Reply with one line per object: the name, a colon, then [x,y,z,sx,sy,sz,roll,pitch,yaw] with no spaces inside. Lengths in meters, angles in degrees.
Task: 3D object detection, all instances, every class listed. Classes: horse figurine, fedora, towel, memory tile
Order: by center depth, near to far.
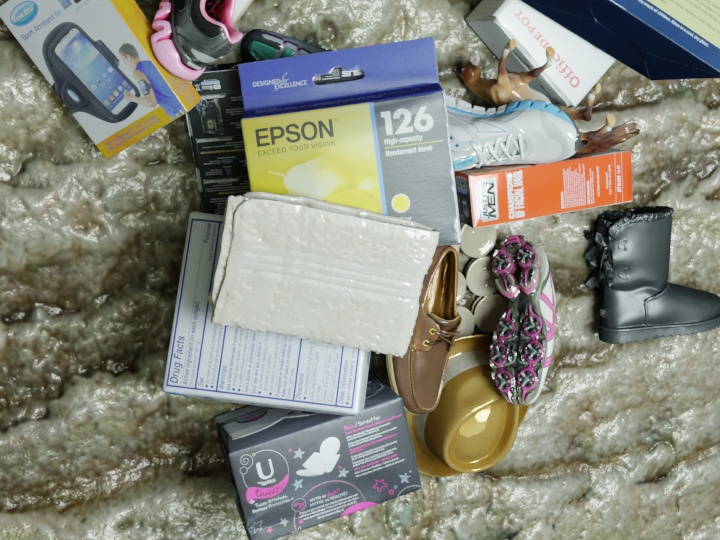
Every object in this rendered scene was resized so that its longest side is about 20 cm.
towel: [-0.037,0.004,0.845,0.199,0.035,0.133,12,108,-7]
horse figurine: [0.200,-0.180,0.986,0.199,0.133,0.050,34,67,-4]
fedora: [0.136,0.177,1.094,0.199,0.082,0.202,-7,114,-17]
memory tile: [0.108,0.042,1.102,0.152,0.017,0.201,-18,108,-13]

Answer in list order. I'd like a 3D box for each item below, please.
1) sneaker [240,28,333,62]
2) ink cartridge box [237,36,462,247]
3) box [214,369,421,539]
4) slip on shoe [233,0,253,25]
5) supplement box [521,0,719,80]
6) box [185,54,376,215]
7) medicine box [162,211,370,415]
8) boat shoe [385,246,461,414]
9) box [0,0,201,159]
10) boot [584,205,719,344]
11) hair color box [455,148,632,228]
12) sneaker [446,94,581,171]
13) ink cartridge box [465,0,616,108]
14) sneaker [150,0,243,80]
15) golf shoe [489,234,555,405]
sneaker: [-0.031,-0.211,0.986,0.199,0.074,0.088,29,51,-8]
ink cartridge box: [-0.011,-0.112,0.868,0.196,0.047,0.201,-8,97,1]
box: [-0.052,0.203,1.028,0.199,0.132,0.115,-15,103,-14]
slip on shoe: [-0.097,-0.316,0.930,0.060,0.076,0.201,29,91,-43]
supplement box: [0.305,-0.329,0.921,0.199,0.134,0.201,24,92,-21]
box: [-0.074,-0.136,0.940,0.199,0.044,0.161,-4,113,7]
medicine box: [-0.086,0.048,0.937,0.199,0.103,0.183,6,79,4]
boat shoe: [0.076,0.064,1.024,0.072,0.067,0.201,5,87,-41]
box: [-0.260,-0.219,0.882,0.119,0.042,0.200,-23,115,28]
boot: [0.378,0.000,1.149,0.197,0.073,0.164,-8,102,-15]
hair color box: [0.197,-0.101,1.045,0.199,0.111,0.064,-11,105,-15]
sneaker: [0.134,-0.134,0.976,0.087,0.199,0.075,-59,145,-36]
ink cartridge box: [0.241,-0.305,1.024,0.145,0.087,0.200,42,86,-21]
sneaker: [-0.152,-0.289,0.874,0.079,0.095,0.201,5,74,-53]
golf shoe: [0.202,0.063,1.067,0.092,0.072,0.201,28,61,-48]
